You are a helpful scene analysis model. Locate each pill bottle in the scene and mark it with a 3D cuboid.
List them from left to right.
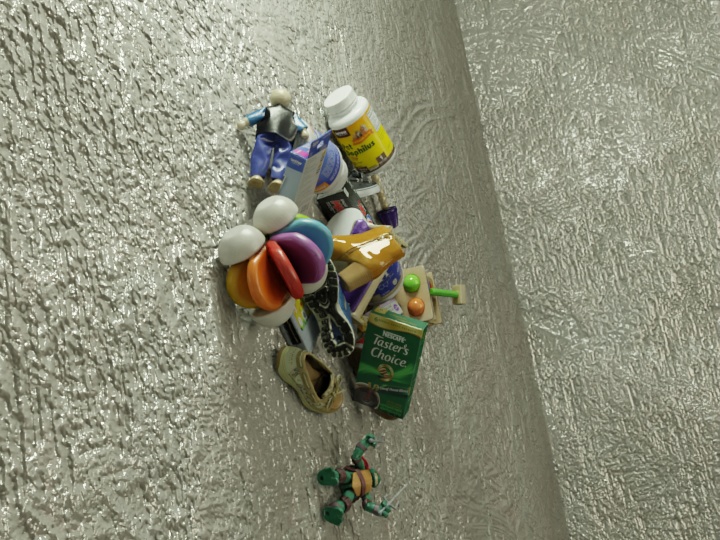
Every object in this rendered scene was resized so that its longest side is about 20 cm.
[{"bbox_3d":[-0.101,-0.218,1.656,0.199,0.110,0.115,27,52,-62],"label":"pill bottle"},{"bbox_3d":[-0.005,-0.330,1.963,0.201,0.107,0.110,55,29,-31],"label":"pill bottle"},{"bbox_3d":[0.006,-0.032,1.798,0.201,0.117,0.121,56,28,-39],"label":"pill bottle"}]

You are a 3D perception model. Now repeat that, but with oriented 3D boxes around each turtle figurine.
[{"bbox_3d":[0.002,0.394,1.546,0.198,0.100,0.152,-5,66,-53],"label":"turtle figurine"}]

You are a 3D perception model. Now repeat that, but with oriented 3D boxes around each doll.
[{"bbox_3d":[-0.162,-0.248,1.531,0.049,0.133,0.205,120,-20,-67],"label":"doll"}]

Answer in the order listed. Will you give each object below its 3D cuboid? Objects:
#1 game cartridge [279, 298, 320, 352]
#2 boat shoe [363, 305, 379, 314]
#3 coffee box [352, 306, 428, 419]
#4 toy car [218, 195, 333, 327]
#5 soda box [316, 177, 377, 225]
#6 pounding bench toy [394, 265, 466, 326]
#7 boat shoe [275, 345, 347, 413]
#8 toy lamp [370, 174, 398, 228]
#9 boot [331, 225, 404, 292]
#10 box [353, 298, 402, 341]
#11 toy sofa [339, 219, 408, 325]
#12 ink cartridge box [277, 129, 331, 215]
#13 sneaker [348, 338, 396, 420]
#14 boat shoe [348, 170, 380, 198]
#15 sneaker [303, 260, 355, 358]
[{"bbox_3d":[-0.125,0.048,1.532,0.134,0.040,0.203,-73,143,-60],"label":"game cartridge"},{"bbox_3d":[0.055,0.167,1.865,0.072,0.066,0.205,5,72,-67],"label":"boat shoe"},{"bbox_3d":[0.058,0.186,1.681,0.044,0.120,0.205,-35,140,-65],"label":"coffee box"},{"bbox_3d":[-0.123,-0.014,1.367,0.200,0.148,0.177,-44,119,-30],"label":"toy car"},{"bbox_3d":[-0.025,-0.121,1.840,0.064,0.069,0.201,-88,154,-42],"label":"soda box"},{"bbox_3d":[0.146,0.062,1.952,0.156,0.195,0.127,30,48,-74],"label":"pounding bench toy"},{"bbox_3d":[-0.078,0.202,1.494,0.200,0.061,0.075,47,50,-47],"label":"boat shoe"},{"bbox_3d":[0.048,-0.202,2.101,0.204,0.057,0.058,69,22,-14],"label":"toy lamp"},{"bbox_3d":[-0.015,-0.049,1.622,0.201,0.143,0.072,42,-23,38],"label":"boot"},{"bbox_3d":[0.017,0.111,1.754,0.199,0.041,0.039,-25,78,-52],"label":"box"},{"bbox_3d":[0.000,0.000,1.667,0.097,0.082,0.203,37,75,-28],"label":"toy sofa"},{"bbox_3d":[-0.111,-0.156,1.505,0.119,0.041,0.203,-50,163,-65],"label":"ink cartridge box"},{"bbox_3d":[0.044,0.218,1.802,0.203,0.070,0.113,64,27,-22],"label":"sneaker"},{"bbox_3d":[-0.012,-0.200,1.944,0.199,0.069,0.068,-25,101,-61],"label":"boat shoe"},{"bbox_3d":[-0.063,0.062,1.558,0.089,0.077,0.205,-20,93,-88],"label":"sneaker"}]
